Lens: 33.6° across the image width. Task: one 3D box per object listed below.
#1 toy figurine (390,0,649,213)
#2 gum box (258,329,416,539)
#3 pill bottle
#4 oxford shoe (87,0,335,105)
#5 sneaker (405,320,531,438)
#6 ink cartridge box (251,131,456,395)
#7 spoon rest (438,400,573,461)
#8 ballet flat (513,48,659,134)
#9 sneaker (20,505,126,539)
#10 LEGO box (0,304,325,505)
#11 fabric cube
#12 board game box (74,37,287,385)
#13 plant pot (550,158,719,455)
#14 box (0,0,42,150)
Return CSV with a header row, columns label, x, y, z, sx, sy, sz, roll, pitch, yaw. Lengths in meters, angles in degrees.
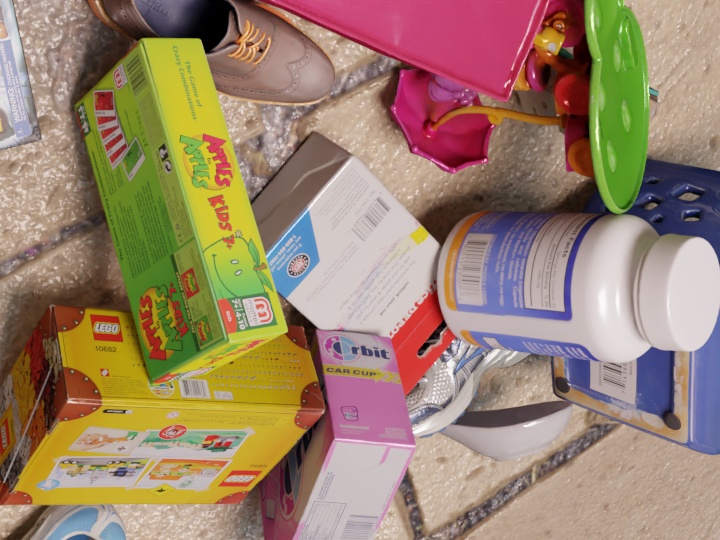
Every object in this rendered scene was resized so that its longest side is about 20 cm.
label,x,y,z,sx,sy,sz,roll,pitch,yaw
toy figurine,0.106,-0.140,0.894,0.151,0.183,0.201,-62,144,-41
gum box,-0.025,0.160,0.942,0.066,0.114,0.201,8,128,-18
pill bottle,0.167,0.011,0.914,0.112,0.199,0.113,-5,97,-48
oxford shoe,-0.091,-0.156,0.827,0.199,0.073,0.072,16,101,-36
sneaker,0.075,0.065,1.038,0.200,0.077,0.086,-38,122,-24
ink cartridge box,0.000,0.000,0.957,0.116,0.067,0.200,-49,127,-4
spoon rest,0.089,0.145,1.045,0.199,0.099,0.061,-20,89,10
ballet flat,0.177,-0.149,1.006,0.199,0.068,0.068,17,108,-34
sneaker,-0.259,0.255,0.907,0.200,0.072,0.072,-48,129,-4
LEGO box,-0.149,0.104,0.863,0.199,0.078,0.149,7,140,-34
fabric cube,0.010,-0.251,0.770,0.195,0.199,0.201,18,101,-35
board game box,-0.120,-0.038,0.777,0.047,0.101,0.201,-9,77,-41
plant pot,0.271,0.034,1.038,0.179,0.199,0.201,-28,123,-38
box,-0.283,-0.161,0.725,0.136,0.040,0.201,-19,120,-23
